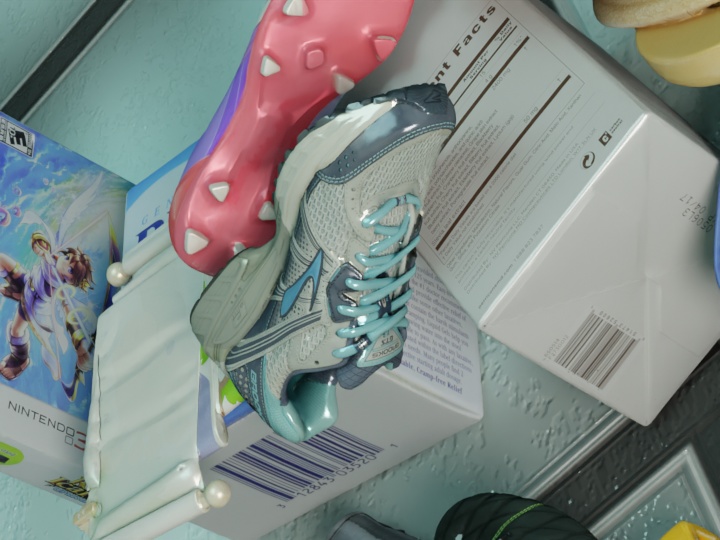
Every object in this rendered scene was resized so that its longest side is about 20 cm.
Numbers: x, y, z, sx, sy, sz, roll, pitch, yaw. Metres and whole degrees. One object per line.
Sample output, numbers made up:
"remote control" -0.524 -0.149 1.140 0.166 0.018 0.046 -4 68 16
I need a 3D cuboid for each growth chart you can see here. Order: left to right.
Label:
"growth chart" -0.097 0.049 1.018 0.144 0.018 0.202 -25 50 39

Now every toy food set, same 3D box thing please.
"toy food set" 0.190 -0.161 0.869 0.197 0.049 0.200 -36 17 3

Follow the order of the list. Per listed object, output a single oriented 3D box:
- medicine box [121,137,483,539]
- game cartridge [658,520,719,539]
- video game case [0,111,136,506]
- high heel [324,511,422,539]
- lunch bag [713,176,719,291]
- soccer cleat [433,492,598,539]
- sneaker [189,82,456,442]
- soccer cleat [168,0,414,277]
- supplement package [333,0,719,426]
"medicine box" -0.037 0.015 1.069 0.182 0.103 0.202 -32 46 35
"game cartridge" 0.104 0.231 0.817 0.200 0.032 0.177 -48 38 23
"video game case" -0.174 0.027 1.162 0.045 0.181 0.202 -24 50 38
"high heel" -0.015 0.212 0.933 0.201 0.071 0.142 -58 28 -10
"lunch bag" 0.241 -0.055 0.788 0.199 0.082 0.162 -17 55 46
"soccer cleat" 0.076 0.143 0.811 0.068 0.081 0.200 -57 36 7
"sneaker" 0.000 0.000 0.880 0.087 0.077 0.200 57 139 23
"soccer cleat" -0.037 -0.090 0.968 0.201 0.066 0.077 -62 22 10
"supplement package" 0.088 -0.045 0.936 0.120 0.121 0.200 -52 36 12
